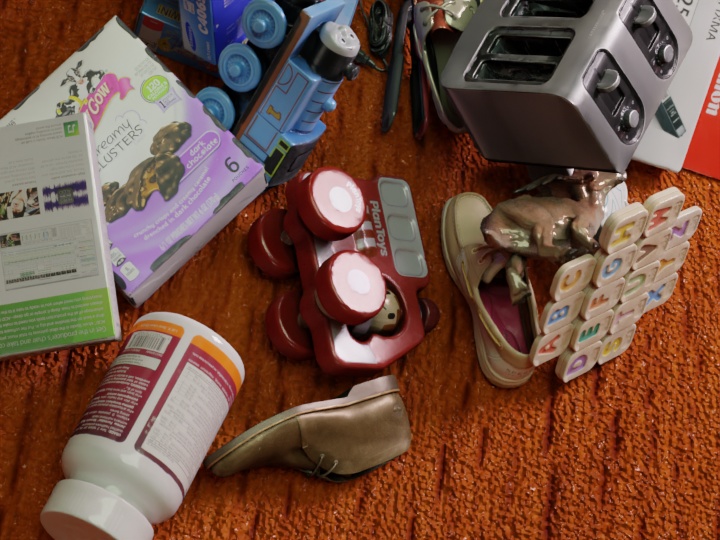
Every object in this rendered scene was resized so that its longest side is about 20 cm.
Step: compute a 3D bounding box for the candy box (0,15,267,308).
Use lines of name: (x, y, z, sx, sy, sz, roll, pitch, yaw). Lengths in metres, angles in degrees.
candy box: (-0.212, -0.098, 1.568, 0.168, 0.072, 0.200, -44, 82, -8)

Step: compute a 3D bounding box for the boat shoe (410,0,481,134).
boat shoe: (0.085, -0.234, 1.714, 0.071, 0.063, 0.202, -8, 98, 17)

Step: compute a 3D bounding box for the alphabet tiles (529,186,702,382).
alphabet tiles: (0.240, 0.015, 1.611, 0.195, 0.201, 0.015, -21, 50, -35)

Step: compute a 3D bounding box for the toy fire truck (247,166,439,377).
toy fire truck: (0.000, 0.000, 1.605, 0.167, 0.112, 0.202, 3, 64, -37)

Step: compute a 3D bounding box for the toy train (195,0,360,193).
toy train: (-0.073, -0.173, 1.611, 0.114, 0.201, 0.087, 40, 32, 8)

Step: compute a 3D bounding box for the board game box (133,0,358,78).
board game box: (-0.102, -0.280, 1.729, 0.198, 0.056, 0.197, 21, 61, -7)

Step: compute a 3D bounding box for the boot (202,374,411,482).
boot: (-0.042, 0.156, 1.533, 0.199, 0.074, 0.076, -16, 81, -26)

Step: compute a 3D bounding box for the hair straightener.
hair straightener: (0.030, -0.228, 1.752, 0.076, 0.041, 0.202, 7, 65, -14)

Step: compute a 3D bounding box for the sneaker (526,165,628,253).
sneaker: (0.239, -0.055, 1.721, 0.080, 0.070, 0.202, -9, 70, -35)

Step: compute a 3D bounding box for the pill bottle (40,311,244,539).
pill bottle: (-0.185, 0.144, 1.467, 0.109, 0.110, 0.201, 28, 60, -3)

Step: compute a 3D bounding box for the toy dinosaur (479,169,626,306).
toy dinosaur: (0.167, -0.045, 1.618, 0.199, 0.086, 0.136, -4, 52, -34)

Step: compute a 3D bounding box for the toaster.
toaster: (0.190, -0.197, 1.654, 0.182, 0.199, 0.119, -58, 133, -24)

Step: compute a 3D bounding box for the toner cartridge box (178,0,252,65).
toner cartridge box: (-0.093, -0.293, 1.647, 0.043, 0.095, 0.200, 29, 57, 22)

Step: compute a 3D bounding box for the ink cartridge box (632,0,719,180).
ink cartridge box: (0.349, -0.197, 1.774, 0.172, 0.044, 0.202, 16, 101, -9)

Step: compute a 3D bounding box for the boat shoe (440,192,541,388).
boat shoe: (0.132, 0.008, 1.655, 0.073, 0.069, 0.202, -9, 68, -21)

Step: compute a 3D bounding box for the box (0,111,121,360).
box: (-0.291, -0.026, 1.504, 0.143, 0.036, 0.202, -9, 81, 2)
